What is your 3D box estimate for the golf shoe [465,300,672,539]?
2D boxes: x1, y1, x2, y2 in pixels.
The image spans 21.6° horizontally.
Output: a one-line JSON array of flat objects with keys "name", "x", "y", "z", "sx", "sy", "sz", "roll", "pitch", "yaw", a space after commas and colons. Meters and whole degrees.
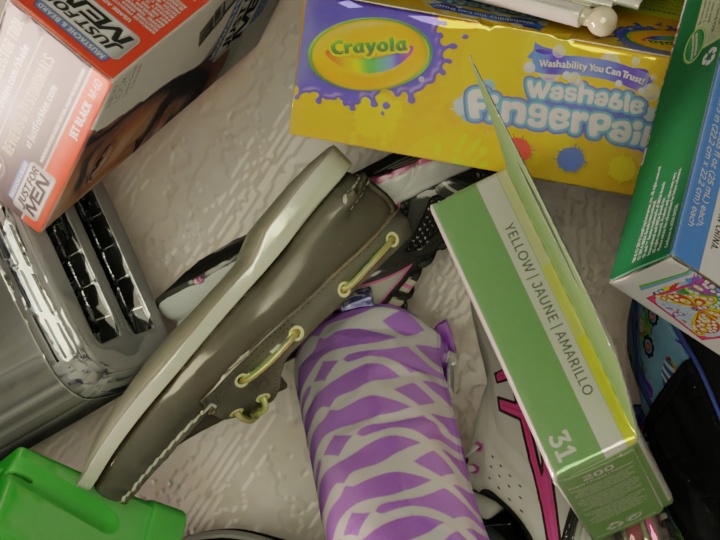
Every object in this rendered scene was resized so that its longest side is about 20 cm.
[{"name": "golf shoe", "x": 0.082, "y": 0.082, "z": 0.927, "sx": 0.092, "sy": 0.073, "sz": 0.201, "roll": -18, "pitch": 54, "yaw": -2}]

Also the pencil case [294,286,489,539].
[{"name": "pencil case", "x": 0.021, "y": 0.103, "z": 0.886, "sx": 0.085, "sy": 0.200, "sz": 0.084, "roll": -9, "pitch": 132, "yaw": -3}]

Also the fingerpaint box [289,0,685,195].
[{"name": "fingerpaint box", "x": 0.078, "y": -0.104, "z": 0.912, "sx": 0.199, "sy": 0.167, "sz": 0.074, "roll": 10, "pitch": 113, "yaw": 3}]

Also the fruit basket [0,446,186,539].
[{"name": "fruit basket", "x": -0.155, "y": 0.218, "z": 0.921, "sx": 0.214, "sy": 0.156, "sz": 0.217, "roll": 3, "pitch": 122, "yaw": 4}]

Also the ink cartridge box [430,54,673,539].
[{"name": "ink cartridge box", "x": 0.075, "y": 0.019, "z": 0.808, "sx": 0.048, "sy": 0.200, "sz": 0.146, "roll": -26, "pitch": 62, "yaw": 5}]

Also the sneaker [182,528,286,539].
[{"name": "sneaker", "x": -0.053, "y": 0.171, "z": 0.934, "sx": 0.199, "sy": 0.083, "sz": 0.072, "roll": -8, "pitch": 96, "yaw": 32}]

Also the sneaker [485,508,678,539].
[{"name": "sneaker", "x": 0.091, "y": 0.140, "z": 0.971, "sx": 0.199, "sy": 0.074, "sz": 0.081, "roll": 6, "pitch": 71, "yaw": 4}]

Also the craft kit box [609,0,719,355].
[{"name": "craft kit box", "x": 0.211, "y": -0.035, "z": 0.802, "sx": 0.197, "sy": 0.048, "sz": 0.201, "roll": 31, "pitch": 60, "yaw": -19}]

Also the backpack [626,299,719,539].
[{"name": "backpack", "x": 0.209, "y": 0.042, "z": 0.915, "sx": 0.182, "sy": 0.135, "sz": 0.201, "roll": -11, "pitch": 58, "yaw": -20}]

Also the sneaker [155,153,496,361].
[{"name": "sneaker", "x": 0.000, "y": 0.000, "z": 0.977, "sx": 0.199, "sy": 0.080, "sz": 0.087, "roll": -28, "pitch": 100, "yaw": 11}]

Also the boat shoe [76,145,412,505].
[{"name": "boat shoe", "x": -0.056, "y": 0.036, "z": 0.899, "sx": 0.060, "sy": 0.072, "sz": 0.202, "roll": 39, "pitch": 87, "yaw": -10}]

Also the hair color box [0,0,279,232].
[{"name": "hair color box", "x": -0.102, "y": -0.118, "z": 0.903, "sx": 0.064, "sy": 0.200, "sz": 0.111, "roll": 39, "pitch": 135, "yaw": 4}]

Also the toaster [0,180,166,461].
[{"name": "toaster", "x": -0.186, "y": 0.016, "z": 0.946, "sx": 0.129, "sy": 0.114, "sz": 0.201, "roll": -27, "pitch": 84, "yaw": 23}]

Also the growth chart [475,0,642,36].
[{"name": "growth chart", "x": 0.092, "y": -0.150, "z": 0.905, "sx": 0.144, "sy": 0.200, "sz": 0.018, "roll": 20, "pitch": 116, "yaw": 24}]
